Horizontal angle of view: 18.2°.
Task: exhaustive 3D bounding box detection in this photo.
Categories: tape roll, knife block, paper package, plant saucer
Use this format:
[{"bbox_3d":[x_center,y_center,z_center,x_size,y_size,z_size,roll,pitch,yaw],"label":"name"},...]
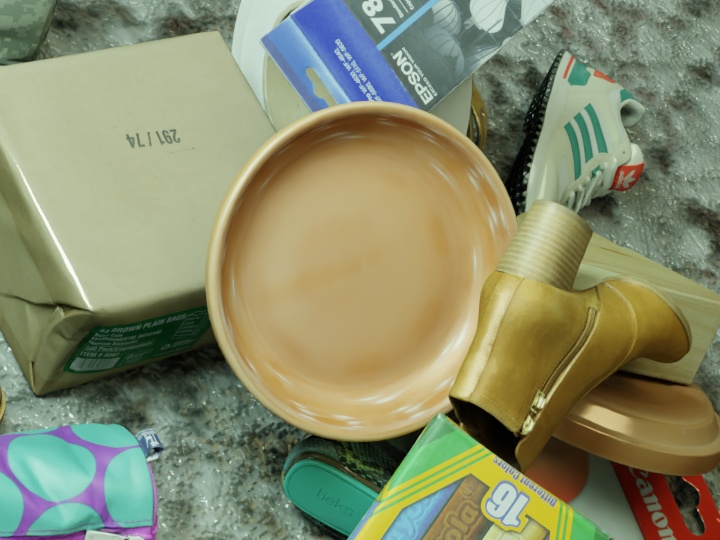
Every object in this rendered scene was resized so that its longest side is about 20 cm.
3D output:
[{"bbox_3d":[-0.010,-0.124,1.489,0.071,0.203,0.203,-4,58,-33],"label":"tape roll"},{"bbox_3d":[0.122,0.017,1.441,0.200,0.064,0.176,27,18,13],"label":"knife block"},{"bbox_3d":[-0.143,-0.041,1.414,0.200,0.104,0.191,-14,64,-38],"label":"paper package"},{"bbox_3d":[0.000,0.000,1.331,0.199,0.037,0.201,-3,97,-22],"label":"plant saucer"},{"bbox_3d":[0.151,0.071,1.480,0.200,0.032,0.200,20,17,-7],"label":"plant saucer"}]

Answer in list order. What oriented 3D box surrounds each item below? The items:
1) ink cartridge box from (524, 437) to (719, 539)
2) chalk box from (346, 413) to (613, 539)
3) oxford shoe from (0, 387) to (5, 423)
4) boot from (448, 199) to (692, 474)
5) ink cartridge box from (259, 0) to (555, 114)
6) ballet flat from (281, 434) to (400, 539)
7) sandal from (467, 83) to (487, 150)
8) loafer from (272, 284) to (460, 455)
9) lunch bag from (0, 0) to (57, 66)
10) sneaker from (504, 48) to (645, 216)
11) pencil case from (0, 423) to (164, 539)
[{"bbox_3d":[0.163,0.148,1.483,0.199,0.050,0.163,-5,59,-29],"label":"ink cartridge box"},{"bbox_3d":[0.032,0.201,1.288,0.124,0.125,0.200,37,81,2],"label":"chalk box"},{"bbox_3d":[-0.292,0.053,1.274,0.199,0.073,0.072,12,50,-22],"label":"oxford shoe"},{"bbox_3d":[0.122,0.060,1.353,0.201,0.071,0.144,39,71,-49],"label":"boot"},{"bbox_3d":[0.037,-0.159,1.384,0.200,0.039,0.100,-44,102,-32],"label":"ink cartridge box"},{"bbox_3d":[0.043,0.163,1.394,0.200,0.074,0.074,40,46,-2],"label":"ballet flat"},{"bbox_3d":[0.059,-0.104,1.610,0.054,0.080,0.200,36,37,-31],"label":"sandal"},{"bbox_3d":[-0.001,0.060,1.399,0.075,0.070,0.200,-50,116,-10],"label":"loafer"},{"bbox_3d":[-0.282,-0.198,1.409,0.199,0.168,0.140,10,52,-24],"label":"lunch bag"},{"bbox_3d":[0.161,-0.077,1.640,0.093,0.070,0.200,24,44,-4],"label":"sneaker"},{"bbox_3d":[-0.208,0.137,1.249,0.199,0.085,0.092,-6,30,-33],"label":"pencil case"}]
